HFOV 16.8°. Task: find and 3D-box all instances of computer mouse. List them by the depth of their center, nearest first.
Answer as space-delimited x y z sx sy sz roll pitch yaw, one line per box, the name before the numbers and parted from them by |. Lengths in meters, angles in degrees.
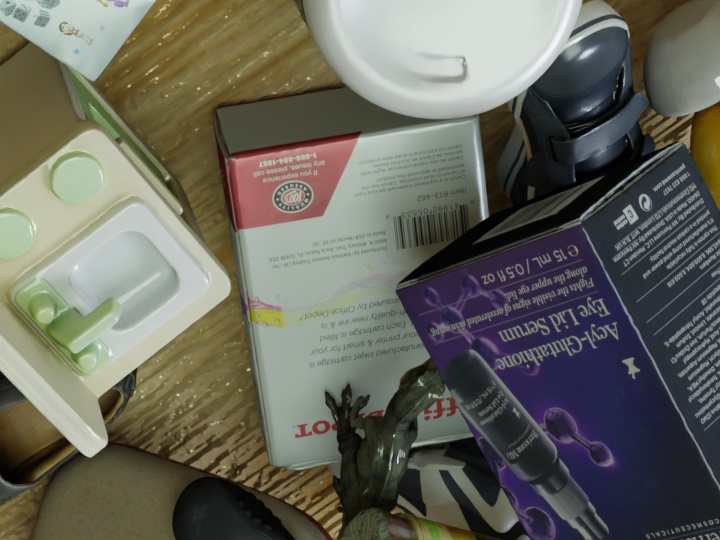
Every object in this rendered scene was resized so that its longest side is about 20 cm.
computer mouse | -0.035 0.190 1.350 0.200 0.034 0.059 43 96 20

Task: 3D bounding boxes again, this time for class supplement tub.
supplement tub | 0.028 -0.175 1.285 0.144 0.200 0.145 -4 113 -9

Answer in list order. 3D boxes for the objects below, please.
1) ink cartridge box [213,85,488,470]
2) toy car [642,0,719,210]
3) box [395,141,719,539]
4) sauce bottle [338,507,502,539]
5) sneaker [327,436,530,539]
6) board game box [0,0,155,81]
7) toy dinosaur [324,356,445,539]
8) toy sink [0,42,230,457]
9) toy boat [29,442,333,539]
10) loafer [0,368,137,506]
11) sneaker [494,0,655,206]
ink cartridge box | 0.000 0.000 1.417 0.145 0.083 0.201 -10 115 -6
toy car | 0.267 -0.109 1.362 0.150 0.200 0.175 -17 120 45
box | 0.138 0.055 1.291 0.104 0.148 0.201 -35 98 -42
sauce bottle | 0.082 0.181 1.345 0.199 0.065 0.065 16 109 -27
sneaker | 0.066 0.163 1.450 0.198 0.079 0.130 5 108 30
board game box | -0.205 -0.198 1.261 0.200 0.148 0.064 33 105 -21
toy dinosaur | 0.003 0.121 1.375 0.047 0.088 0.201 9 112 -17
toy sink | -0.153 -0.019 1.310 0.112 0.200 0.130 -37 119 6
toy boat | -0.096 0.186 1.461 0.199 0.131 0.131 17 88 21
loafer | -0.215 0.102 1.425 0.200 0.072 0.073 -40 115 8
sneaker | 0.126 -0.073 1.354 0.078 0.080 0.200 -30 160 -12
